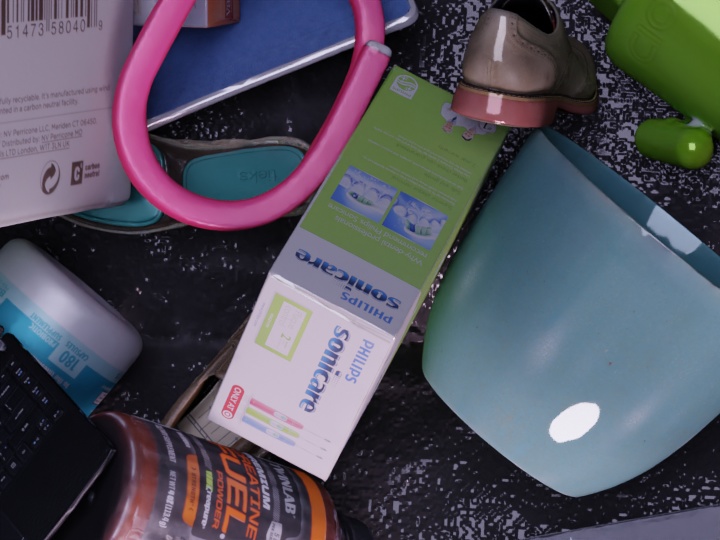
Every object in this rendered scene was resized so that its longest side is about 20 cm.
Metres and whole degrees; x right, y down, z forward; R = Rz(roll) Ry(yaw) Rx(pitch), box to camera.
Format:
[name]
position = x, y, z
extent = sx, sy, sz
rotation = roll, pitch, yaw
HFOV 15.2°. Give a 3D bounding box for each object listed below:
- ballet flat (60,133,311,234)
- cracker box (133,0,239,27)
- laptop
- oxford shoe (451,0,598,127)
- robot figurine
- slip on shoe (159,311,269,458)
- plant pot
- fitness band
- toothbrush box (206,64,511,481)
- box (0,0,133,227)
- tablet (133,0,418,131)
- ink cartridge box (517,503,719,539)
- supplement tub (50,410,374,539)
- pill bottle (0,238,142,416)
[ballet flat]
position = -0.112, -0.053, 1.722
extent = 0.200, 0.062, 0.068
rotation = 4, 87, 15
[cracker box]
position = -0.177, -0.224, 1.719
extent = 0.200, 0.058, 0.134
rotation = 4, 99, 21
[laptop]
position = -0.274, 0.105, 1.580
extent = 0.177, 0.103, 0.200
rotation = -52, 51, 7
[oxford shoe]
position = 0.109, -0.133, 1.631
extent = 0.070, 0.200, 0.075
rotation = 12, 103, 12
[robot figurine]
position = 0.232, -0.143, 1.660
extent = 0.200, 0.116, 0.176
rotation = 36, 83, 10
[slip on shoe]
position = -0.069, 0.074, 1.697
extent = 0.200, 0.061, 0.076
rotation = -44, 79, 0
[plant pot]
position = 0.133, 0.036, 1.615
extent = 0.201, 0.201, 0.161
rotation = 41, 100, 11
[fitness band]
position = -0.067, -0.119, 1.647
extent = 0.144, 0.037, 0.200
rotation = 29, 82, -8
[toothbrush box]
position = 0.000, 0.000, 1.607
extent = 0.086, 0.146, 0.200
rotation = 27, 48, 1
[box]
position = -0.258, -0.131, 1.620
extent = 0.171, 0.199, 0.200
rotation = 7, 101, 27
[tablet]
position = -0.071, -0.169, 1.733
extent = 0.200, 0.014, 0.130
rotation = -21, 54, 3
[ink cartridge box]
position = 0.158, 0.205, 1.661
extent = 0.200, 0.039, 0.100
rotation = -12, 82, 6
[supplement tub]
position = -0.087, 0.158, 1.624
extent = 0.107, 0.200, 0.107
rotation = -28, 51, 43
[pill bottle]
position = -0.237, 0.086, 1.693
extent = 0.111, 0.111, 0.200
rotation = 39, 89, 11
